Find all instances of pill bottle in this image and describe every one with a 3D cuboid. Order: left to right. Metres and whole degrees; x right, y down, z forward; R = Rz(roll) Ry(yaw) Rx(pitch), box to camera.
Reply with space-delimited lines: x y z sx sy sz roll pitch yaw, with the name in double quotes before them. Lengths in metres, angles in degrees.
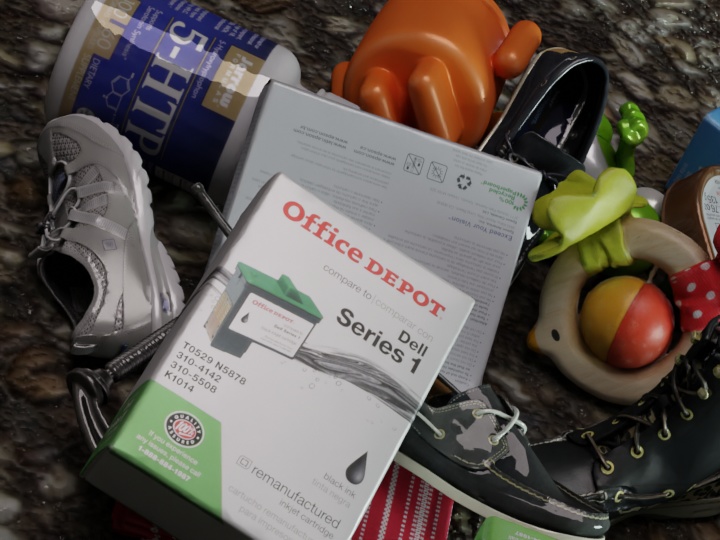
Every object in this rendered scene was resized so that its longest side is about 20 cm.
"pill bottle" -0.107 -0.115 1.329 0.199 0.120 0.120 25 39 0

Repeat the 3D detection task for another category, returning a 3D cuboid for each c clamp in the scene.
"c clamp" -0.103 0.059 1.159 0.171 0.027 0.200 46 48 2

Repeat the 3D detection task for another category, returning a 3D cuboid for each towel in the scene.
"towel" -0.042 0.139 1.161 0.199 0.023 0.145 22 40 -5

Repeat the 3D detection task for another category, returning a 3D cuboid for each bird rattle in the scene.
"bird rattle" 0.202 0.015 1.323 0.199 0.164 0.113 25 16 0

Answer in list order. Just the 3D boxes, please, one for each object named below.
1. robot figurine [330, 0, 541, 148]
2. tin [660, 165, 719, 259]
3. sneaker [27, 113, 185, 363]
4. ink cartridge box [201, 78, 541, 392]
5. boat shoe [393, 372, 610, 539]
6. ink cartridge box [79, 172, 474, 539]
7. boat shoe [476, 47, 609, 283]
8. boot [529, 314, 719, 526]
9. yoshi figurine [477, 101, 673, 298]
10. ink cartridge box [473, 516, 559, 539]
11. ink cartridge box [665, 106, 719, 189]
"robot figurine" 0.051 -0.151 1.449 0.116 0.144 0.200 35 31 -6
"tin" 0.279 0.018 1.390 0.111 0.042 0.201 3 66 -38
"sneaker" -0.177 -0.026 1.229 0.081 0.075 0.201 -3 48 -32
"ink cartridge box" 0.000 0.000 1.262 0.198 0.041 0.201 19 83 -9
"boat shoe" 0.070 0.105 1.169 0.199 0.068 0.072 31 11 25
"ink cartridge box" -0.044 0.066 1.096 0.146 0.084 0.201 32 64 -6
"boat shoe" 0.124 -0.075 1.383 0.074 0.062 0.201 33 74 -25
"boot" 0.183 0.094 1.223 0.202 0.154 0.074 0 45 -27
"yoshi figurine" 0.173 -0.064 1.438 0.111 0.113 0.200 -25 61 -29
"ink cartridge box" 0.112 0.255 1.064 0.145 0.084 0.201 21 39 -4
"ink cartridge box" 0.371 -0.056 1.540 0.200 0.084 0.145 43 42 20
